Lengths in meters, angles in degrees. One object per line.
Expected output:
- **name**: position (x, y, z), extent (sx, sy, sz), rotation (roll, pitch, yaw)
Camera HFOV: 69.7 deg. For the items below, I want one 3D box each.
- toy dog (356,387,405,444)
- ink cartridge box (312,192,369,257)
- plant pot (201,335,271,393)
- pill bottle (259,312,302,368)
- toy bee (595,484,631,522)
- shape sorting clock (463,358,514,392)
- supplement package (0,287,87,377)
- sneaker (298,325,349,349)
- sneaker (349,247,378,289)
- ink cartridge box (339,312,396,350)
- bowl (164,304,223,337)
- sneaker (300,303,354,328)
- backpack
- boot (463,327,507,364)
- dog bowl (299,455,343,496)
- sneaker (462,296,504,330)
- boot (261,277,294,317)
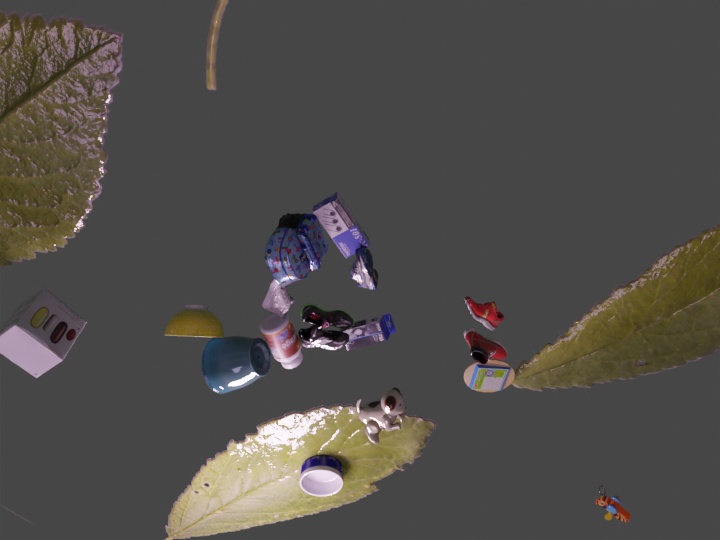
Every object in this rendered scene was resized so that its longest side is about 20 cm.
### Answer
- **toy dog**: position (0.099, 0.560, 2.089), extent (0.200, 0.139, 0.195), rotation (-45, 78, 27)
- **ink cartridge box**: position (-0.058, -0.142, 1.642), extent (0.093, 0.045, 0.201), rotation (-25, 122, 17)
- **plant pot**: position (-0.427, 0.321, 1.835), extent (0.185, 0.202, 0.202), rotation (-15, 125, 23)
- **pill bottle**: position (-0.278, 0.255, 1.868), extent (0.110, 0.113, 0.202), rotation (-13, 124, 8)
- **toy bee**: position (1.209, 1.132, 2.516), extent (0.129, 0.202, 0.109), rotation (-18, 163, -29)
- **shape sorting clock**: position (0.505, 0.413, 2.036), extent (0.196, 0.040, 0.202), rotation (0, 131, 0)
- **supplement package**: position (-1.093, 0.210, 1.768), extent (0.146, 0.201, 0.192), rotation (-29, 121, 18)
- **sneaker**: position (-0.139, 0.237, 1.854), extent (0.197, 0.067, 0.091), rotation (-2, 145, 21)
- **sneaker**: position (0.000, 0.000, 1.705), extent (0.084, 0.078, 0.201), rotation (0, 143, 15)
- **ink cartridge box**: position (0.029, 0.226, 1.900), extent (0.197, 0.039, 0.100), rotation (-17, 123, 9)
- **bowl**: position (-0.572, 0.175, 1.796), extent (0.196, 0.200, 0.110), rotation (3, 83, -3)
- **sneaker**: position (-0.119, 0.179, 1.836), extent (0.196, 0.084, 0.078), rotation (11, 125, -9)
- **backpack**: position (-0.201, -0.058, 1.590), extent (0.132, 0.201, 0.185), rotation (-2, 127, 24)
- **boot**: position (0.471, 0.309, 1.901), extent (0.198, 0.145, 0.073), rotation (29, 118, -21)
- **dog bowl**: position (-0.176, 0.936, 2.356), extent (0.196, 0.079, 0.203), rotation (-1, 125, -1)
- **sneaker**: position (0.437, 0.134, 1.831), extent (0.085, 0.078, 0.199), rotation (-43, 126, 19)
- **boot**: position (-0.262, 0.073, 1.762), extent (0.095, 0.074, 0.201), rotation (28, 129, -3)
